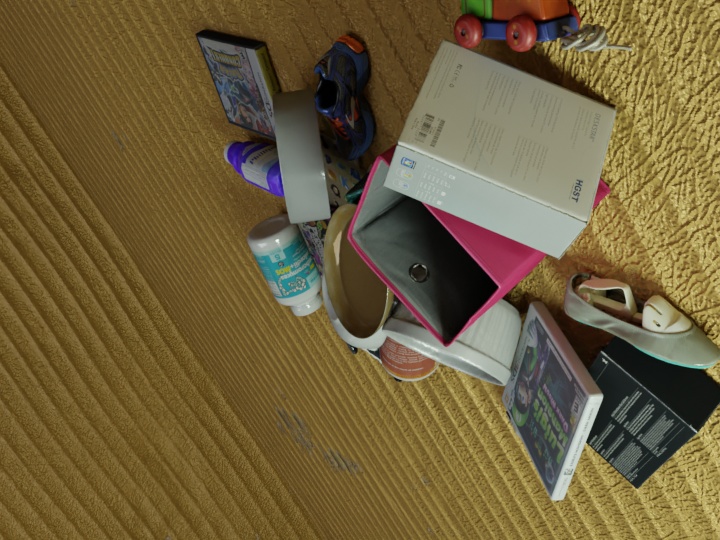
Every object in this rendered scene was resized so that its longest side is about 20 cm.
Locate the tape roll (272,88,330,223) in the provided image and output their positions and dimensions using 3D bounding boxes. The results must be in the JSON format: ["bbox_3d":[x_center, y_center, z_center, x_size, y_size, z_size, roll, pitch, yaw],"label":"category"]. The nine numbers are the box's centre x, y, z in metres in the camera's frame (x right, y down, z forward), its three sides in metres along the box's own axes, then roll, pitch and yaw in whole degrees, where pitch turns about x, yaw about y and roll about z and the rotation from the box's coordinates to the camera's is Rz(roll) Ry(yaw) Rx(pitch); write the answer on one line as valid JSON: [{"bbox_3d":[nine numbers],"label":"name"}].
[{"bbox_3d":[-0.090,-0.176,1.197,0.200,0.066,0.202,173,90,-88],"label":"tape roll"}]

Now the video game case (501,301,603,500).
[{"bbox_3d":[0.253,0.173,1.053,0.201,0.023,0.183,-109,24,-55],"label":"video game case"}]

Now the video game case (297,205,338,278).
[{"bbox_3d":[-0.038,-0.034,1.444,0.181,0.036,0.201,22,143,47],"label":"video game case"}]

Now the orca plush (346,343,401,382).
[{"bbox_3d":[0.029,0.129,1.510,0.071,0.105,0.201,-35,89,34],"label":"orca plush"}]

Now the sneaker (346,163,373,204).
[{"bbox_3d":[0.057,-0.097,1.144,0.199,0.091,0.078,23,143,47],"label":"sneaker"}]

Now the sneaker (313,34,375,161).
[{"bbox_3d":[-0.032,-0.241,1.127,0.075,0.078,0.201,35,149,34],"label":"sneaker"}]

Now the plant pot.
[{"bbox_3d":[0.000,0.000,1.151,0.200,0.027,0.202,21,115,59],"label":"plant pot"}]

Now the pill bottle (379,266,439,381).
[{"bbox_3d":[0.084,0.089,1.311,0.112,0.112,0.201,37,151,31],"label":"pill bottle"}]

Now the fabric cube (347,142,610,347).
[{"bbox_3d":[0.131,-0.067,0.929,0.196,0.199,0.200,47,154,10],"label":"fabric cube"}]

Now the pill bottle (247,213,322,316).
[{"bbox_3d":[-0.145,-0.006,1.586,0.110,0.111,0.201,17,138,51],"label":"pill bottle"}]

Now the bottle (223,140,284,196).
[{"bbox_3d":[-0.183,-0.198,1.437,0.199,0.083,0.066,28,146,43],"label":"bottle"}]

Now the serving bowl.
[{"bbox_3d":[-0.020,0.036,1.291,0.200,0.065,0.202,171,90,-70],"label":"serving bowl"}]

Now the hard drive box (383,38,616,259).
[{"bbox_3d":[0.144,-0.127,0.796,0.199,0.157,0.077,23,151,2],"label":"hard drive box"}]

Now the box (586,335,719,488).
[{"bbox_3d":[0.354,0.175,0.997,0.141,0.079,0.201,40,153,21],"label":"box"}]

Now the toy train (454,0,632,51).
[{"bbox_3d":[0.176,-0.275,0.738,0.199,0.084,0.117,22,128,48],"label":"toy train"}]

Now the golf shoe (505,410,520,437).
[{"bbox_3d":[0.259,0.203,1.206,0.097,0.078,0.201,43,152,35],"label":"golf shoe"}]

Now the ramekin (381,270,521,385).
[{"bbox_3d":[0.140,0.081,1.135,0.199,0.106,0.200,24,171,4],"label":"ramekin"}]

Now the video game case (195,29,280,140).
[{"bbox_3d":[-0.206,-0.328,1.377,0.199,0.025,0.182,27,144,44],"label":"video game case"}]

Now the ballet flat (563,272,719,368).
[{"bbox_3d":[0.324,0.052,0.908,0.199,0.067,0.064,25,132,44],"label":"ballet flat"}]

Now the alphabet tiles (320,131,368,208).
[{"bbox_3d":[-0.023,-0.140,1.327,0.166,0.006,0.201,33,148,37],"label":"alphabet tiles"}]
